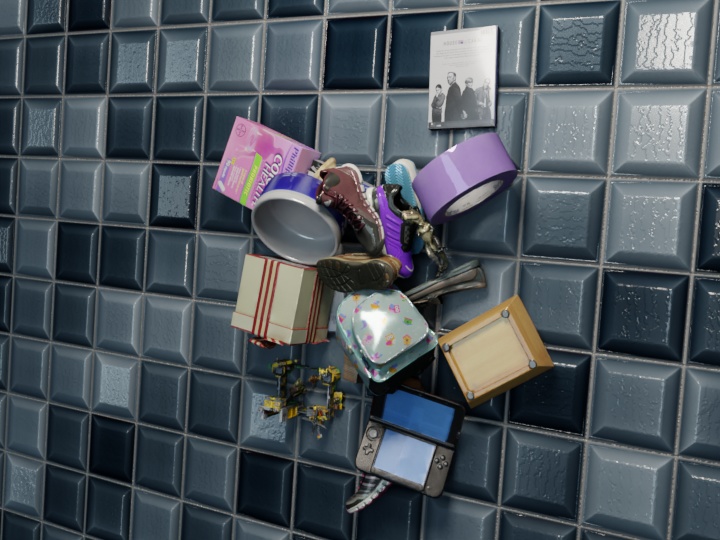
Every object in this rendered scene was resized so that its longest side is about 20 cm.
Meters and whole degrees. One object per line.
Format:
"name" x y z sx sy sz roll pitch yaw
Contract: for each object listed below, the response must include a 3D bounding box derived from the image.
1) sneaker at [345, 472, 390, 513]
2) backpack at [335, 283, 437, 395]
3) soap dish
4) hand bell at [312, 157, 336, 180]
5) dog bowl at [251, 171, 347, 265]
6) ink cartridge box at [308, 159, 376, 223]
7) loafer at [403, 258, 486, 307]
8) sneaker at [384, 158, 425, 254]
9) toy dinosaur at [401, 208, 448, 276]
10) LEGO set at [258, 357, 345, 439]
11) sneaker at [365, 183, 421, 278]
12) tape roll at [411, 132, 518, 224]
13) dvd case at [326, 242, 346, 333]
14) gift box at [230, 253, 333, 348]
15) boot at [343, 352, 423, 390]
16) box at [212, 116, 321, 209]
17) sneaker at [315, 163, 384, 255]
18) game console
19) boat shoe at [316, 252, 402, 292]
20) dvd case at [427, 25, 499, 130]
"sneaker" 0.029 0.442 1.629 0.088 0.073 0.201 46 104 17
"backpack" 0.042 0.123 1.518 0.174 0.155 0.201 -31 59 -15
"soap dish" 0.265 0.167 1.506 0.198 0.081 0.160 -31 78 21
"hand bell" -0.016 -0.136 1.598 0.199 0.104 0.105 41 107 6
"dog bowl" -0.127 -0.108 1.576 0.195 0.202 0.080 3 49 25
"ink cartridge box" -0.035 -0.166 1.667 0.197 0.044 0.096 28 104 22
"loafer" 0.169 0.044 1.559 0.197 0.072 0.064 -27 86 23
"sneaker" 0.107 -0.135 1.585 0.075 0.081 0.205 -1 110 25
"toy dinosaur" 0.148 -0.044 1.494 0.047 0.201 0.089 -30 40 7
"LEGO set" -0.143 0.278 1.683 0.196 0.115 0.158 13 96 24
"sneaker" 0.084 -0.084 1.530 0.098 0.070 0.204 -14 105 28
"tape roll" 0.204 -0.178 1.466 0.198 0.199 0.086 -33 77 22
"dvd case" -0.098 0.043 1.714 0.139 0.017 0.206 -3 89 25
"gift box" -0.159 0.077 1.633 0.196 0.183 0.192 15 95 31
"boot" 0.057 0.179 1.620 0.196 0.076 0.159 12 92 32
"box" -0.218 -0.230 1.726 0.197 0.096 0.179 27 102 22
"sneaker" -0.033 -0.117 1.483 0.076 0.114 0.204 -42 64 45
"game console" 0.099 0.347 1.540 0.195 0.119 0.175 17 64 12
"boat shoe" 0.000 0.000 1.532 0.196 0.073 0.077 5 115 37
"dvd case" 0.214 -0.398 1.555 0.147 0.025 0.206 3 91 26
